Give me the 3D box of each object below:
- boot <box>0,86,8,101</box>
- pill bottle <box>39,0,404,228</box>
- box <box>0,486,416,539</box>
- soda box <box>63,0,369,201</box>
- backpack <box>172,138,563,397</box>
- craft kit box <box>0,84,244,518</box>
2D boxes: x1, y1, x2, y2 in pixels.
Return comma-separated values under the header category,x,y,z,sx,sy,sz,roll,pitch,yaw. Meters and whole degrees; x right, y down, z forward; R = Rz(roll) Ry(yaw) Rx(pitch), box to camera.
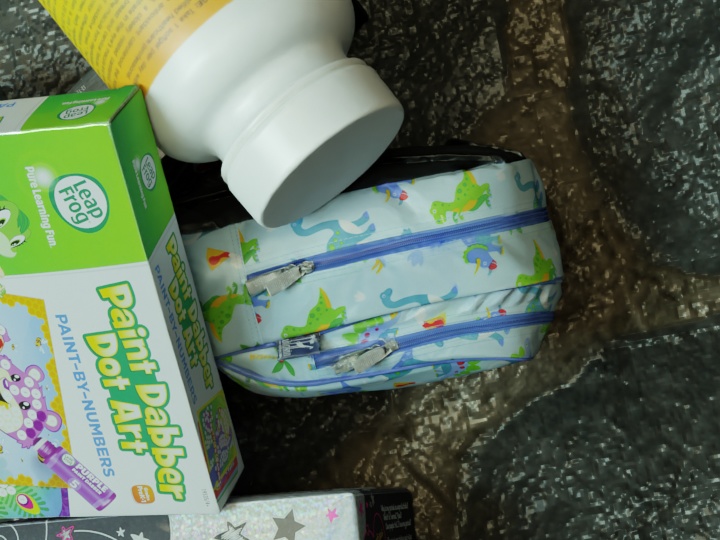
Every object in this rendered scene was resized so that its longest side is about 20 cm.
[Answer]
category,x,y,z,sx,sy,sz,roll,pitch,yaw
boot,-0.188,0.001,0.908,0.069,0.174,0.200,-29,50,-30
pill bottle,-0.073,-0.120,0.784,0.111,0.111,0.200,-40,77,5
box,-0.079,0.170,0.863,0.200,0.132,0.115,-8,82,12
soda box,-0.093,-0.099,0.940,0.200,0.063,0.071,-43,76,5
backpack,0.000,0.000,0.868,0.200,0.163,0.154,-26,86,1
craft kit box,-0.170,0.023,0.797,0.197,0.049,0.200,-6,117,15
